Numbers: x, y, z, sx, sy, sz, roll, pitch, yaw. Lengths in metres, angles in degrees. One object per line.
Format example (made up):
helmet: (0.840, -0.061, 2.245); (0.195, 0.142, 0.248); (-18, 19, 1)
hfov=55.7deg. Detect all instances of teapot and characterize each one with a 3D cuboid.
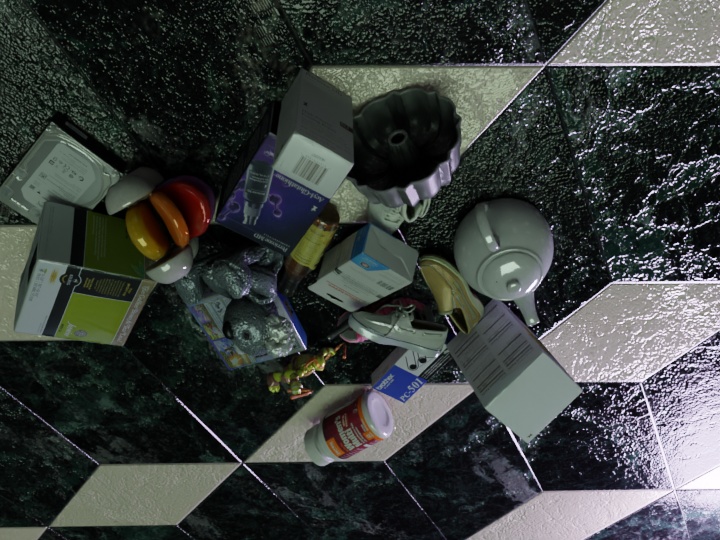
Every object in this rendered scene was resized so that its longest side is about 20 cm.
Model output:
teapot: (0.259, -0.021, 1.214); (0.195, 0.148, 0.200); (13, 129, -11)

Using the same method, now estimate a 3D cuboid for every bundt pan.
bundt pan: (0.067, -0.180, 1.047); (0.197, 0.206, 0.076); (-17, 144, 13)

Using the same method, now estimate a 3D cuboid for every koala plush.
koala plush: (-0.197, 0.059, 1.211); (0.175, 0.183, 0.205); (-9, 103, 40)

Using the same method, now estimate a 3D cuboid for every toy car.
toy car: (-0.310, -0.093, 1.118); (0.148, 0.200, 0.177); (-29, 107, 2)

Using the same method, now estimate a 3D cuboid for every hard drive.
hard drive: (-0.508, -0.152, 1.154); (0.199, 0.038, 0.139); (-36, 122, 27)

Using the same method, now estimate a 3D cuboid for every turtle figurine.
turtle figurine: (-0.126, 0.207, 1.406); (0.160, 0.200, 0.065); (-26, 103, 41)

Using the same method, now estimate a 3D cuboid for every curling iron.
curling iron: (0.016, 0.073, 1.323); (0.198, 0.026, 0.050); (-33, 168, 1)

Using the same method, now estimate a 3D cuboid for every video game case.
video game case: (-0.224, 0.102, 1.373); (0.177, 0.046, 0.202); (-15, 129, 9)

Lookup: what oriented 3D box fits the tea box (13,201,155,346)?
tea box: (-0.483, 0.013, 1.201); (0.193, 0.136, 0.201); (14, 134, -31)

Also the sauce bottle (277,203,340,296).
sauce bottle: (-0.102, -0.034, 1.249); (0.065, 0.067, 0.201); (19, 130, -17)

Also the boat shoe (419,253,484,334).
boat shoe: (0.171, 0.051, 1.305); (0.071, 0.077, 0.200); (-1, 142, 50)

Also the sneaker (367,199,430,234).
sneaker: (0.062, -0.109, 1.154); (0.072, 0.117, 0.202); (11, 131, -14)

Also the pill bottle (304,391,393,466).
pill bottle: (-0.029, 0.368, 1.564); (0.198, 0.111, 0.109); (-33, 124, 24)

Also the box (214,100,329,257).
box: (-0.131, -0.146, 1.124); (0.146, 0.106, 0.201); (24, 126, -22)

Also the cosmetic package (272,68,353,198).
cosmetic package: (-0.067, -0.207, 1.008); (0.100, 0.203, 0.074); (25, 127, -23)

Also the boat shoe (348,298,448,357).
boat shoe: (0.078, 0.096, 1.281); (0.198, 0.075, 0.088); (19, 110, -14)

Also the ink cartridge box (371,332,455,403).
ink cartridge box: (0.114, 0.199, 1.465); (0.093, 0.045, 0.201); (26, 126, -20)

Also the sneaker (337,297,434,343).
sneaker: (0.051, 0.111, 1.384); (0.194, 0.081, 0.096); (-6, 158, -1)

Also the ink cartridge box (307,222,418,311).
ink cartridge box: (0.000, 0.000, 1.252); (0.115, 0.069, 0.199); (29, 147, -23)

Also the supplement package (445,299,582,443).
supplement package: (0.296, 0.191, 1.336); (0.151, 0.201, 0.151); (-45, 121, 10)
